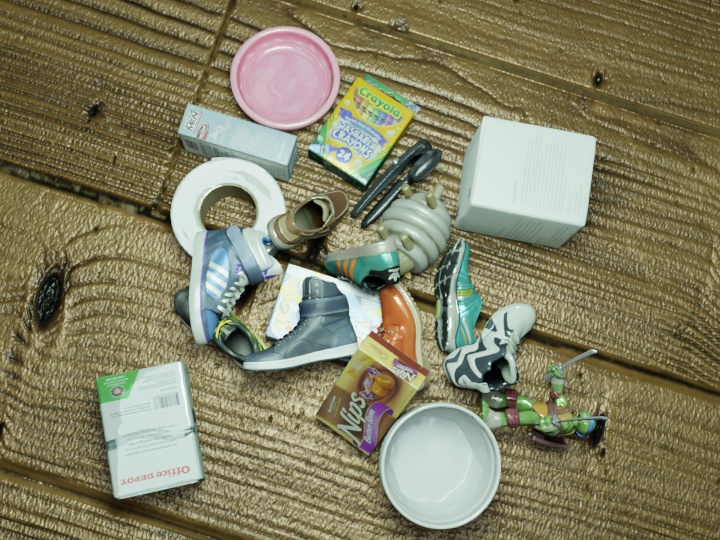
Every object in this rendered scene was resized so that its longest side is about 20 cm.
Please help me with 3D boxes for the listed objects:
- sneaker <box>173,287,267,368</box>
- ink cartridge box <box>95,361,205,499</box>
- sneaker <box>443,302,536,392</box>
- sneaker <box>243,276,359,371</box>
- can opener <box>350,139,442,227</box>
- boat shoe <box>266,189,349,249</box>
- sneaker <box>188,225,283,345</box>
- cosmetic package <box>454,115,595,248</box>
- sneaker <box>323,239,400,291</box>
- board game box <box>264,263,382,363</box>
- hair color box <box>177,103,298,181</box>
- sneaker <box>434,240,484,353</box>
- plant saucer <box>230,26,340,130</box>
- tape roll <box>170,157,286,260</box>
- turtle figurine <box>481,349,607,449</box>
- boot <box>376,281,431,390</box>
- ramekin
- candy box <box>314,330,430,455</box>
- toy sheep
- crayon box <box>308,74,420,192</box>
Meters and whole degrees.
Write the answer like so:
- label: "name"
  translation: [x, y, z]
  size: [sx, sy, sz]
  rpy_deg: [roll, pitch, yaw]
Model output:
- label: "sneaker"
  translation: [-0.237, 0.093, 1.521]
  size: [0.200, 0.085, 0.075]
  rpy_deg: [37, 78, 5]
- label: "ink cartridge box"
  translation: [-0.346, 0.266, 1.479]
  size: [0.146, 0.083, 0.200]
  rpy_deg: [-10, 78, -6]
- label: "sneaker"
  translation: [0.249, 0.138, 1.500]
  size: [0.199, 0.130, 0.080]
  rpy_deg: [-31, 117, -20]
- label: "sneaker"
  translation: [-0.108, 0.089, 1.482]
  size: [0.202, 0.077, 0.146]
  rpy_deg: [-11, 89, -22]
- label: "can opener"
  translation: [0.060, -0.160, 1.605]
  size: [0.200, 0.079, 0.063]
  rpy_deg: [-40, 91, -1]
- label: "boat shoe"
  translation: [-0.075, -0.094, 1.535]
  size: [0.200, 0.072, 0.076]
  rpy_deg: [-38, 98, -48]
- label: "sneaker"
  translation: [-0.202, 0.023, 1.468]
  size: [0.146, 0.081, 0.200]
  rpy_deg: [-1, 72, 0]
- label: "cosmetic package"
  translation: [0.284, -0.151, 1.561]
  size: [0.200, 0.165, 0.165]
  rpy_deg: [11, 77, -2]
- label: "sneaker"
  translation: [0.000, 0.000, 1.506]
  size: [0.071, 0.200, 0.080]
  rpy_deg: [-12, 90, -30]
- label: "board game box"
  translation: [-0.052, 0.083, 1.559]
  size: [0.200, 0.034, 0.136]
  rpy_deg: [17, 78, 0]
- label: "hair color box"
  translation: [-0.215, -0.226, 1.583]
  size: [0.200, 0.099, 0.061]
  rpy_deg: [16, 78, 0]
- label: "sneaker"
  translation: [0.176, 0.048, 1.570]
  size: [0.079, 0.077, 0.200]
  rpy_deg: [5, 83, -19]
- label: "plant saucer"
  translation: [-0.138, -0.349, 1.639]
  size: [0.200, 0.051, 0.201]
  rpy_deg: [1, 79, -3]
- label: "tape roll"
  translation: [-0.230, -0.095, 1.569]
  size: [0.202, 0.071, 0.203]
  rpy_deg: [1, 78, -2]
- label: "turtle figurine"
  translation: [0.301, 0.210, 1.488]
  size: [0.194, 0.200, 0.144]
  rpy_deg: [2, 62, 6]
- label: "boot"
  translation: [0.050, 0.117, 1.506]
  size: [0.107, 0.075, 0.200]
  rpy_deg: [-13, 94, -24]
- label: "ramekin"
  translation: [0.123, 0.317, 1.471]
  size: [0.200, 0.105, 0.201]
  rpy_deg: [1, 86, -7]
- label: "candy box"
  translation: [0.016, 0.203, 1.459]
  size: [0.117, 0.200, 0.056]
  rpy_deg: [35, 40, 5]
- label: "toy sheep"
  translation: [0.096, -0.073, 1.552]
  size: [0.138, 0.138, 0.200]
  rpy_deg: [34, 73, 4]
- label: "crayon box"
  translation: [0.010, -0.261, 1.628]
  size: [0.126, 0.052, 0.200]
  rpy_deg: [33, 78, 4]
